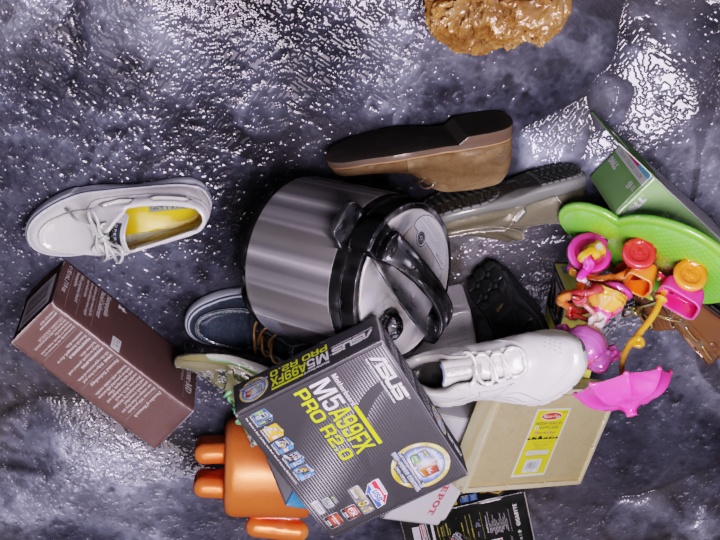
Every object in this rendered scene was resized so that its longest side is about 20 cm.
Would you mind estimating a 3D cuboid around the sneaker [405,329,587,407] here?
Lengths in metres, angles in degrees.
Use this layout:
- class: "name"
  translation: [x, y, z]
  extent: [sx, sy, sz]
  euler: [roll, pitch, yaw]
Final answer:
- class: "sneaker"
  translation: [0.126, 0.102, 1.216]
  extent: [0.199, 0.087, 0.075]
  euler: [-14, 78, 27]

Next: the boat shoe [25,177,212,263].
- class: "boat shoe"
  translation: [-0.254, -0.042, 1.286]
  extent: [0.200, 0.086, 0.075]
  euler: [-8, 118, -1]

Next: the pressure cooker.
- class: "pressure cooker"
  translation: [-0.001, 0.003, 1.244]
  extent: [0.175, 0.199, 0.180]
  euler: [-12, 110, -49]

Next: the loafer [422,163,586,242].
- class: "loafer"
  translation: [0.149, -0.057, 1.321]
  extent: [0.199, 0.075, 0.070]
  euler: [-13, 114, 1]

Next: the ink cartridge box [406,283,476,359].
- class: "ink cartridge box"
  translation: [0.082, 0.127, 1.415]
  extent: [0.115, 0.067, 0.201]
  euler: [-13, 117, 0]

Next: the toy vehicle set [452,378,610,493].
- class: "toy vehicle set"
  translation: [0.192, 0.178, 1.345]
  extent: [0.199, 0.026, 0.125]
  euler: [6, 111, -42]

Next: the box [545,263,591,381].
- class: "box"
  translation: [0.234, 0.097, 1.411]
  extent: [0.050, 0.075, 0.201]
  euler: [3, 118, -6]

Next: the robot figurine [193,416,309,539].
- class: "robot figurine"
  translation: [-0.092, 0.225, 1.423]
  extent: [0.198, 0.145, 0.117]
  euler: [2, 145, -6]

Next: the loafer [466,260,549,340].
- class: "loafer"
  translation: [0.174, 0.066, 1.318]
  extent: [0.070, 0.201, 0.068]
  euler: [32, 113, -33]

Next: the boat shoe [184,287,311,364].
- class: "boat shoe"
  translation: [-0.095, 0.070, 1.356]
  extent: [0.199, 0.091, 0.071]
  euler: [1, 117, -5]

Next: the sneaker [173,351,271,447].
- class: "sneaker"
  translation: [-0.118, 0.147, 1.356]
  extent: [0.199, 0.077, 0.089]
  euler: [21, 81, -2]

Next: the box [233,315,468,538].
- class: "box"
  translation: [-0.008, 0.157, 1.200]
  extent: [0.159, 0.044, 0.201]
  euler: [-26, 124, 9]

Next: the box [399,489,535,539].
- class: "box"
  translation: [0.143, 0.357, 1.551]
  extent: [0.159, 0.049, 0.201]
  euler: [-13, 118, 4]

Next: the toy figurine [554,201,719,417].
- class: "toy figurine"
  translation: [0.257, 0.050, 1.242]
  extent: [0.199, 0.185, 0.150]
  euler: [25, 158, 11]

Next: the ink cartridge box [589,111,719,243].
- class: "ink cartridge box"
  translation: [0.306, -0.072, 1.312]
  extent: [0.200, 0.104, 0.059]
  euler: [38, 108, -21]

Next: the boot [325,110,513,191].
- class: "boot"
  translation: [0.063, -0.111, 1.292]
  extent: [0.198, 0.074, 0.076]
  euler: [-8, 124, -5]

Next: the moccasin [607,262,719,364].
- class: "moccasin"
  translation: [0.342, 0.041, 1.396]
  extent: [0.201, 0.074, 0.078]
  euler: [33, 103, -28]

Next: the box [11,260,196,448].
- class: "box"
  translation: [-0.274, 0.092, 1.346]
  extent: [0.075, 0.100, 0.200]
  euler: [-41, 114, 15]

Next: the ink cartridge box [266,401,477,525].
- class: "ink cartridge box"
  translation: [0.022, 0.185, 1.325]
  extent: [0.199, 0.084, 0.146]
  euler: [14, 114, -30]

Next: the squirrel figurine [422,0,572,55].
- class: "squirrel figurine"
  translation: [0.101, -0.292, 1.165]
  extent: [0.185, 0.142, 0.201]
  euler: [-7, 115, 6]
